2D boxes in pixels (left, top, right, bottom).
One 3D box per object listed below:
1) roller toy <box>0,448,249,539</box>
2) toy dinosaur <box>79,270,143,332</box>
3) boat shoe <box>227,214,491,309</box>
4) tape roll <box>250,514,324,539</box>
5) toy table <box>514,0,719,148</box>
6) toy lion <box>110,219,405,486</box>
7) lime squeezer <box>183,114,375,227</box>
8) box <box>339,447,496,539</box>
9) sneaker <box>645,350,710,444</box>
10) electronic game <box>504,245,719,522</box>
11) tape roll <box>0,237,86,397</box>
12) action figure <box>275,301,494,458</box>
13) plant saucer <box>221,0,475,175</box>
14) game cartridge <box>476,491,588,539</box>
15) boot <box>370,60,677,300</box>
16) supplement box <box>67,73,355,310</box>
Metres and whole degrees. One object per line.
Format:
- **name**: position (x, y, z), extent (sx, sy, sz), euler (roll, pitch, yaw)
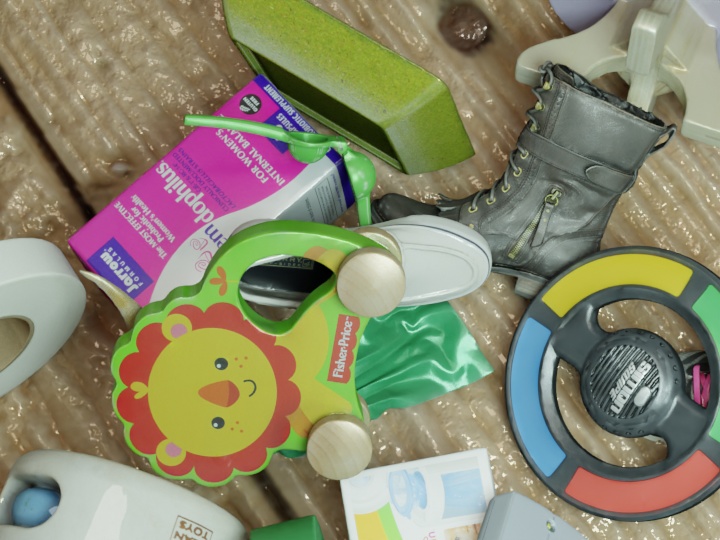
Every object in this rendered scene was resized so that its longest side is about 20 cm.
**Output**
- **roller toy**: position (-0.175, 0.209, 1.426), extent (0.199, 0.183, 0.140), euler (16, 72, 10)
- **toy dinosaur**: position (-0.134, 0.062, 1.463), extent (0.101, 0.201, 0.058), euler (-25, 53, -9)
- **boat shoe**: position (0.000, 0.000, 1.465), extent (0.199, 0.072, 0.066), euler (6, 27, -9)
- **tape roll**: position (-0.030, 0.271, 1.382), extent (0.048, 0.201, 0.202), euler (-13, 70, -1)
- **toy table**: position (0.225, -0.163, 1.532), extent (0.199, 0.184, 0.118), euler (12, 56, 21)
- **toy lion**: position (-0.077, 0.059, 1.412), extent (0.190, 0.069, 0.201), euler (10, 109, -5)
- **lime squeezer**: position (-0.035, -0.074, 1.486), extent (0.200, 0.038, 0.071), euler (40, 115, -19)
- **box**: position (0.057, 0.243, 1.437), extent (0.112, 0.101, 0.201), euler (-11, 70, 1)
- **sneaker**: position (0.289, 0.086, 1.478), extent (0.198, 0.088, 0.074), euler (1, 71, 5)
- **electronic game**: position (0.197, 0.082, 1.464), extent (0.199, 0.042, 0.201), euler (-4, 81, 27)
- **tape roll**: position (-0.296, 0.053, 1.481), extent (0.202, 0.203, 0.037), euler (-34, 71, -7)
- **action figure**: position (-0.014, 0.083, 1.523), extent (0.199, 0.055, 0.118), euler (-32, 73, -10)
- **plant saucer**: position (-0.017, -0.142, 1.527), extent (0.199, 0.200, 0.048), euler (32, 85, 14)
- **game cartridge**: position (0.145, 0.252, 1.388), extent (0.200, 0.041, 0.133), euler (46, 45, -21)
- **boot**: position (0.120, -0.076, 1.512), extent (0.199, 0.069, 0.175), euler (18, 113, 1)
- **supplement box**: position (-0.112, -0.038, 1.549), extent (0.200, 0.103, 0.101), euler (-42, 74, -8)
